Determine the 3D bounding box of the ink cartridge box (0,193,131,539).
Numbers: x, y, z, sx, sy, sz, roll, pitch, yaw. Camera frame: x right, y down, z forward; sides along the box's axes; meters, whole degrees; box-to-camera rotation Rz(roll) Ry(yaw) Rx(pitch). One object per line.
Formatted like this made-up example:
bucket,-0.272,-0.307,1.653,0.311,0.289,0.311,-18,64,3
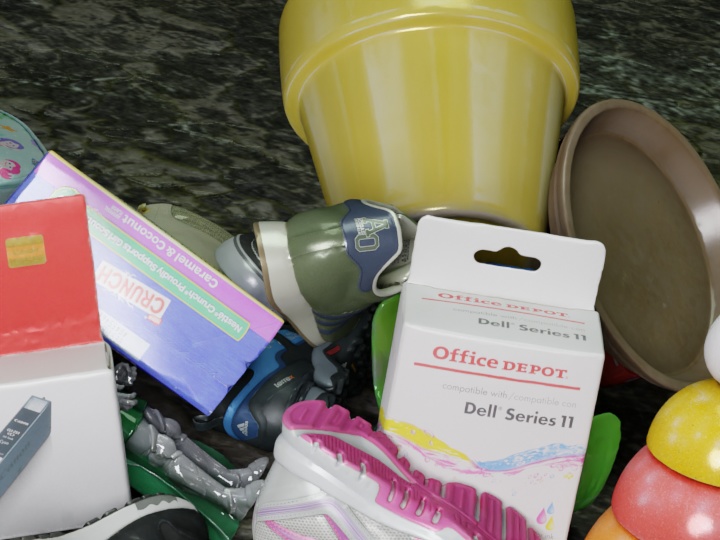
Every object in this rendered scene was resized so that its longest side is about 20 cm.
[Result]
ink cartridge box,-0.230,0.061,1.199,0.200,0.176,0.045,-8,23,-7

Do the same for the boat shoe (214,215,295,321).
boat shoe,-0.042,-0.009,1.569,0.070,0.066,0.200,49,10,10

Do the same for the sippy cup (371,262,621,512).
sippy cup,0.081,0.070,1.410,0.178,0.130,0.140,14,23,11

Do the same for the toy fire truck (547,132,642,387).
toy fire truck,0.141,0.006,1.610,0.129,0.176,0.200,-11,-13,-40

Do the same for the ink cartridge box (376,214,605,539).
ink cartridge box,0.070,0.078,1.290,0.117,0.200,0.067,8,22,-1

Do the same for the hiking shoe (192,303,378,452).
hiking shoe,-0.041,0.054,1.475,0.087,0.074,0.200,13,22,7

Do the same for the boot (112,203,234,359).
boot,-0.168,0.001,1.561,0.200,0.072,0.155,12,22,-11

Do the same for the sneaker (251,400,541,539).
sneaker,0.026,0.157,1.248,0.200,0.088,0.081,33,19,2

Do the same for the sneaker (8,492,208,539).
sneaker,-0.133,0.179,1.170,0.088,0.076,0.200,50,28,16

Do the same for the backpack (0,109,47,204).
backpack,-0.318,-0.069,1.590,0.200,0.151,0.178,4,21,-25

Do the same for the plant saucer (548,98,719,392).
plant saucer,0.185,-0.014,1.478,0.029,0.200,0.200,-23,0,38

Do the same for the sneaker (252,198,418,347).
sneaker,0.000,0.000,1.355,0.090,0.067,0.200,-13,-11,7

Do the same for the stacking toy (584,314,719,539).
stacking toy,0.201,0.112,1.254,0.146,0.200,0.146,11,21,-4

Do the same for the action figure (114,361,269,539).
action figure,-0.148,0.081,1.310,0.200,0.055,0.118,30,9,-8

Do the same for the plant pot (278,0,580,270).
plant pot,0.049,-0.086,1.498,0.201,0.201,0.189,4,61,-12

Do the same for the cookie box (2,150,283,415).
cookie box,-0.143,0.005,1.381,0.171,0.075,0.200,37,-3,-8
